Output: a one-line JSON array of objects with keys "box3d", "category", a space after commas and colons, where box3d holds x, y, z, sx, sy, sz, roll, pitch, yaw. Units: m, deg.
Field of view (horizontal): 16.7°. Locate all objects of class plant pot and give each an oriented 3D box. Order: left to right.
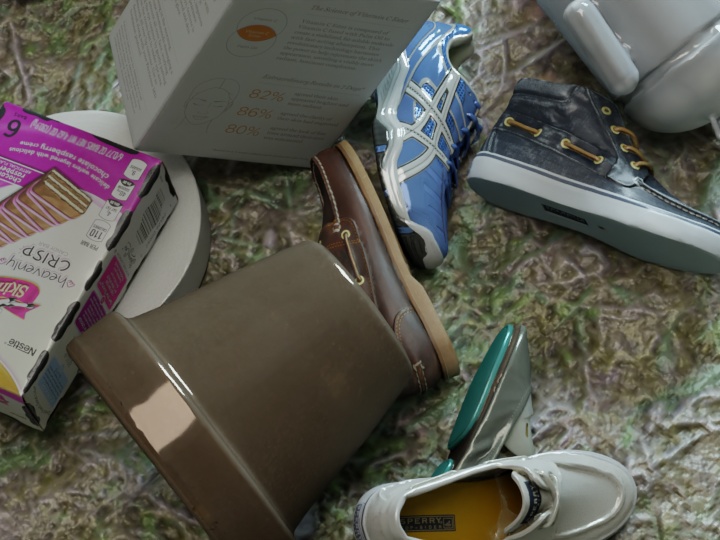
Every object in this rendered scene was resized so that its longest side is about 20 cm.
[{"box3d": [-0.064, 0.078, 1.593, 0.174, 0.200, 0.200, -37, 62, -6], "category": "plant pot"}]

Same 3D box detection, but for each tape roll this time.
[{"box3d": [-0.208, -0.022, 1.774, 0.202, 0.037, 0.204, -5, 61, 9], "category": "tape roll"}]

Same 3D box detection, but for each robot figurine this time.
[{"box3d": [0.202, -0.180, 1.721, 0.200, 0.113, 0.169, 52, 45, 2], "category": "robot figurine"}]

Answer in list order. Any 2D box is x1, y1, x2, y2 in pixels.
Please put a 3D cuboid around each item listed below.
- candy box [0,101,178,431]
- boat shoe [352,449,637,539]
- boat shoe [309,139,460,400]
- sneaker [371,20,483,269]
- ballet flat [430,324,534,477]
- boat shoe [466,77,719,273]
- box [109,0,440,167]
[{"box3d": [-0.235, -0.006, 1.714, 0.136, 0.061, 0.201, 20, 68, 19], "category": "candy box"}, {"box3d": [0.097, 0.150, 1.563, 0.199, 0.070, 0.071, -1, 81, -24], "category": "boat shoe"}, {"box3d": [0.000, 0.000, 1.704, 0.070, 0.070, 0.201, -23, 60, -4], "category": "boat shoe"}, {"box3d": [0.049, -0.096, 1.744, 0.077, 0.076, 0.201, -6, 66, 5], "category": "sneaker"}, {"box3d": [0.079, 0.132, 1.633, 0.064, 0.067, 0.201, 31, 69, -5], "category": "ballet flat"}, {"box3d": [0.177, -0.070, 1.703, 0.199, 0.071, 0.091, 21, 76, 21], "category": "boat shoe"}, {"box3d": [-0.063, -0.176, 1.711, 0.152, 0.200, 0.107, 5, 54, -30], "category": "box"}]
